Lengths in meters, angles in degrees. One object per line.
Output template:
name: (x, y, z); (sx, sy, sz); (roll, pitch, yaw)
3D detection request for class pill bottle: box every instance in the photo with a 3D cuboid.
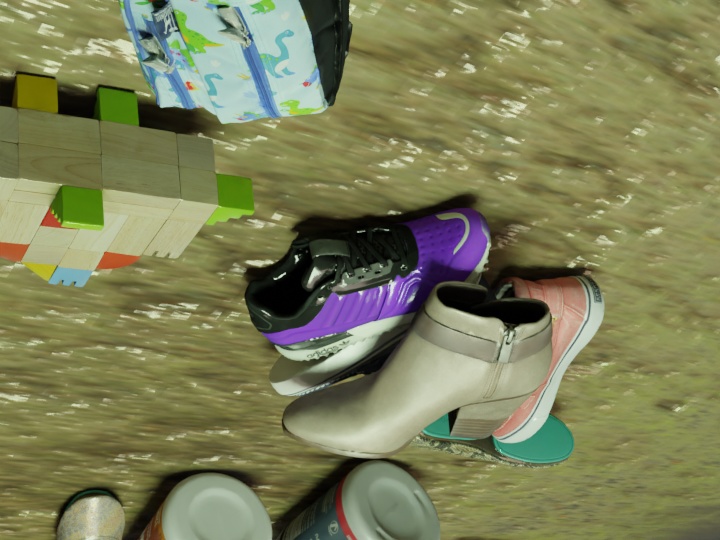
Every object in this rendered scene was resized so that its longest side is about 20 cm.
pill bottle: (-0.021, 0.297, 1.292); (0.119, 0.120, 0.200); (15, 134, -37)
pill bottle: (-0.175, 0.297, 1.236); (0.112, 0.112, 0.200); (7, 139, -30)

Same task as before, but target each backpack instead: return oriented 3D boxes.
backpack: (-0.064, -0.163, 0.632); (0.154, 0.163, 0.200); (-16, 153, 14)

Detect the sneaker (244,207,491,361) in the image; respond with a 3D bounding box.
sneaker: (0.000, 0.001, 0.939); (0.200, 0.070, 0.100); (-27, 141, 14)

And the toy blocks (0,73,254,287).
toy blocks: (-0.188, -0.040, 0.802); (0.200, 0.100, 0.137); (6, 151, -28)

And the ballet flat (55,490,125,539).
ballet flat: (-0.271, 0.293, 1.229); (0.068, 0.067, 0.200); (-1, 142, -22)

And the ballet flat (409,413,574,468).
ballet flat: (0.113, 0.158, 1.218); (0.200, 0.068, 0.075); (12, 158, -27)

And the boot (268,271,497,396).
boot: (0.027, 0.071, 1.019); (0.200, 0.073, 0.090); (-29, 114, 17)

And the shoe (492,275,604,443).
shoe: (0.134, 0.080, 1.106); (0.091, 0.072, 0.200); (4, 134, -24)

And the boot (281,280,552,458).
boot: (0.047, 0.071, 0.942); (0.200, 0.070, 0.146); (-1, 133, -16)
